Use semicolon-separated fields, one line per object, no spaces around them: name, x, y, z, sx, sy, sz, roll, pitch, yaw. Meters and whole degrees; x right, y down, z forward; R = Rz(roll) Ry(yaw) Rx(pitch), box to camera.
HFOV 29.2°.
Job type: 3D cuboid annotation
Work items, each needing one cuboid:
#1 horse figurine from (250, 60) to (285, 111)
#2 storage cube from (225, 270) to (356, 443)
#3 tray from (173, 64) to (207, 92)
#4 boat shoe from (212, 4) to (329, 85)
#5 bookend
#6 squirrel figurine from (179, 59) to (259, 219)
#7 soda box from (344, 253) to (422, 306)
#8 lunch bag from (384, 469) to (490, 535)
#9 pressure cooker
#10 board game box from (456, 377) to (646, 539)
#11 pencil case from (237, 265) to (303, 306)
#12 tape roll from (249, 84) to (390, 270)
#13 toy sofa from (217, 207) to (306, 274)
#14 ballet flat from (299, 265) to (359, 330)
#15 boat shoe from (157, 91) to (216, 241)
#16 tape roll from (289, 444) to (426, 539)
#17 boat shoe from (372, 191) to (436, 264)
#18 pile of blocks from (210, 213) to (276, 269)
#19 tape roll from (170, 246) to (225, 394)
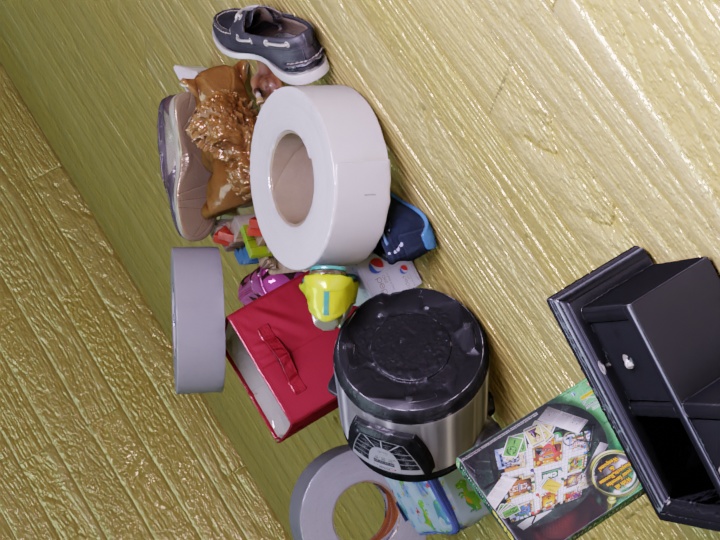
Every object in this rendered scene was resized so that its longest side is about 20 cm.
horse figurine;-0.091;-0.182;1.658;0.133;0.050;0.200;-107;-8;-51
storage cube;-0.071;0.111;1.895;0.171;0.179;0.200;58;163;8
tray;-0.182;-0.202;1.916;0.200;0.022;0.107;59;-160;4
boat shoe;-0.109;-0.267;1.552;0.200;0.074;0.060;38;153;47
bookend;0.254;0.082;0.997;0.199;0.092;0.200;62;163;-5
squirrel figurine;-0.157;-0.178;1.771;0.200;0.141;0.187;152;102;-82
soda box;0.000;0.000;1.685;0.064;0.068;0.200;64;164;-11
lunch bag;0.091;0.272;1.859;0.161;0.082;0.200;63;163;1
pressure cooker;0.061;0.139;1.551;0.200;0.178;0.176;85;163;-55
board game box;0.187;0.144;1.115;0.105;0.200;0.023;53;161;27
pencil case;-0.135;0.023;2.095;0.091;0.093;0.200;63;165;3
tape roll;-0.047;-0.102;1.512;0.202;0.071;0.203;14;107;58
toy sofa;-0.121;-0.069;1.948;0.200;0.097;0.083;38;128;54
ballet flat;-0.035;0.032;1.518;0.200;0.066;0.067;71;-162;-87
boat shoe;-0.238;-0.141;1.872;0.065;0.072;0.201;7;106;50
tape roll;-0.001;0.358;2.036;0.201;0.200;0.066;62;165;-6
boat shoe;0.011;-0.055;1.554;0.084;0.068;0.200;66;164;-17
pile of blocks;-0.156;-0.037;1.853;0.200;0.062;0.082;-12;85;62
tape roll;-0.223;0.067;1.890;0.200;0.066;0.201;177;90;-80
